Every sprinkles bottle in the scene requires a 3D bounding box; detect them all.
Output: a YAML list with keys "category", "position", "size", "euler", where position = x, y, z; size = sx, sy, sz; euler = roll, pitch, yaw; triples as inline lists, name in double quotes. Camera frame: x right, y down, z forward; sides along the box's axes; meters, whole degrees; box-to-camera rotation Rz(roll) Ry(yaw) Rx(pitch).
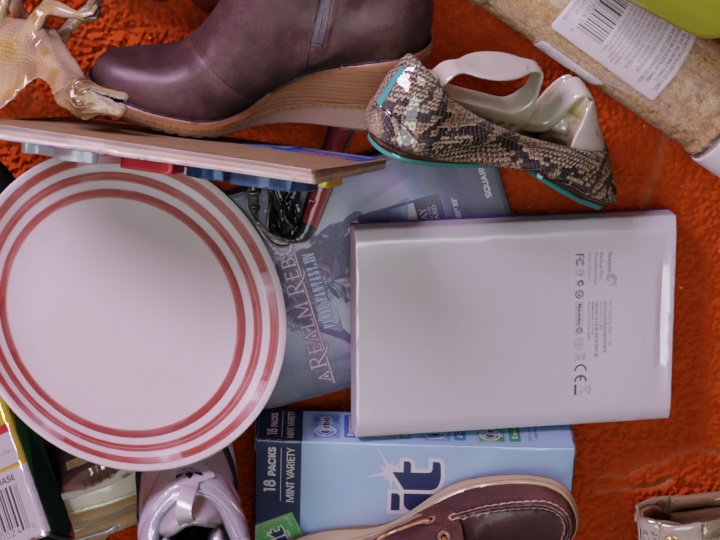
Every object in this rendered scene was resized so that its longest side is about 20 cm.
- category: "sprinkles bottle"
  position: [0.159, -0.134, 1.366]
  size: [0.200, 0.068, 0.068]
  euler: [34, 105, -11]

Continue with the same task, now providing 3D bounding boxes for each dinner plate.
- category: "dinner plate"
  position: [-0.139, 0.024, 1.364]
  size: [0.200, 0.200, 0.024]
  euler: [33, 148, -11]

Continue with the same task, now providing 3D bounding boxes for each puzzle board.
- category: "puzzle board"
  position: [-0.099, -0.067, 1.315]
  size: [0.199, 0.151, 0.017]
  euler: [9, 97, 15]

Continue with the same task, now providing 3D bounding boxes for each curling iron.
- category: "curling iron"
  position: [-0.015, -0.105, 1.383]
  size: [0.049, 0.026, 0.200]
  euler: [24, 100, -10]

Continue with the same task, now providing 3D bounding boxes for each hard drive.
- category: "hard drive"
  position: [0.094, 0.032, 1.422]
  size: [0.199, 0.025, 0.132]
  euler: [-3, 106, -9]

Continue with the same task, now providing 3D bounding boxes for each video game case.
- category: "video game case"
  position: [0.000, 0.000, 1.436]
  size: [0.199, 0.019, 0.143]
  euler: [-16, 108, 4]

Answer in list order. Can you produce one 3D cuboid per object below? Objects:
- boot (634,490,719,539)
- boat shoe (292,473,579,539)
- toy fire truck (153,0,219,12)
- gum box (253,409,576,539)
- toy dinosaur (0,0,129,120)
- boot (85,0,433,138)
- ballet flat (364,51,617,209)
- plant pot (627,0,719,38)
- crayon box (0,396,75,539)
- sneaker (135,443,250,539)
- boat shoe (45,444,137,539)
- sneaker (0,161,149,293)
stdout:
- category: "boot"
  position: [0.183, 0.228, 1.474]
  size: [0.199, 0.072, 0.155]
  euler: [-15, 108, -15]
- category: "boat shoe"
  position: [0.039, 0.183, 1.413]
  size: [0.199, 0.072, 0.072]
  euler: [-14, 114, 6]
- category: "toy fire truck"
  position: [-0.088, -0.230, 1.319]
  size: [0.200, 0.112, 0.168]
  euler: [-32, 125, 11]
- category: "gum box"
  position: [0.031, 0.174, 1.473]
  size: [0.199, 0.045, 0.170]
  euler: [1, 115, -1]
- category: "toy dinosaur"
  position: [-0.210, -0.135, 1.335]
  size: [0.058, 0.200, 0.101]
  euler: [41, 67, -47]
- category: "boot"
  position: [-0.056, -0.161, 1.312]
  size: [0.199, 0.072, 0.167]
  euler: [2, 123, -3]
- category: "ballet flat"
  position: [0.092, -0.086, 1.343]
  size: [0.200, 0.068, 0.075]
  euler: [12, 114, -39]
- category: "plant pot"
  position: [0.169, -0.250, 1.264]
  size: [0.200, 0.199, 0.182]
  euler: [27, 112, -10]
- category: "crayon box"
  position: [-0.267, 0.095, 1.414]
  size: [0.127, 0.051, 0.201]
  euler: [-23, 75, 8]
- category: "sneaker"
  position: [-0.101, 0.193, 1.396]
  size: [0.075, 0.115, 0.201]
  euler: [-5, 114, -4]
- category: "boat shoe"
  position: [-0.180, 0.153, 1.461]
  size: [0.199, 0.072, 0.076]
  euler: [-17, 120, 5]
- category: "sneaker"
  position: [-0.168, -0.001, 1.416]
  size: [0.090, 0.070, 0.200]
  euler: [-34, 103, -13]
